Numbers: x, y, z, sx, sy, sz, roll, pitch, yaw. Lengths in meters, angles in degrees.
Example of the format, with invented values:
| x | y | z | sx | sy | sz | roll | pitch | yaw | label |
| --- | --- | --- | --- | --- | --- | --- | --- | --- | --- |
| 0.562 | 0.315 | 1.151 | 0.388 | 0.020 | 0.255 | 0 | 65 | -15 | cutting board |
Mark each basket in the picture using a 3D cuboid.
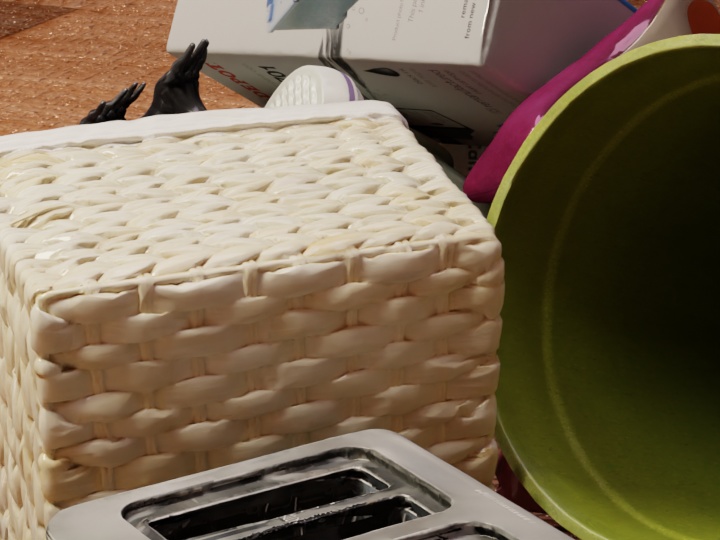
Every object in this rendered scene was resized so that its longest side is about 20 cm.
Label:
| x | y | z | sx | sy | sz | roll | pitch | yaw | label |
| --- | --- | --- | --- | --- | --- | --- | --- | --- | --- |
| -0.052 | 0.052 | 1.078 | 0.200 | 0.199 | 0.161 | -8 | 24 | -18 | basket |

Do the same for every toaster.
| x | y | z | sx | sy | sz | roll | pitch | yaw | label |
| --- | --- | --- | --- | --- | --- | --- | --- | --- | --- |
| -0.007 | 0.146 | 0.911 | 0.200 | 0.119 | 0.181 | -12 | 21 | -28 | toaster |

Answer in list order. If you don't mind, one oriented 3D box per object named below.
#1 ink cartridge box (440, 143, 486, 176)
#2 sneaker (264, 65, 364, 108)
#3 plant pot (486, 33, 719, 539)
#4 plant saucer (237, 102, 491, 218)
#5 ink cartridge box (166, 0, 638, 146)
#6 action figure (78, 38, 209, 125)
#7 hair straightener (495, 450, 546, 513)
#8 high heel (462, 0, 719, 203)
| x | y | z | sx | sy | sz | roll | pitch | yaw | label |
| --- | --- | --- | --- | --- | --- | --- | --- | --- | --- |
| 0.079 | -0.075 | 1.549 | 0.067 | 0.117 | 0.200 | 0 | 18 | 1 | ink cartridge box |
| 0.000 | 0.000 | 1.216 | 0.114 | 0.201 | 0.073 | 0 | 31 | -22 | sneaker |
| 0.182 | 0.021 | 1.079 | 0.200 | 0.201 | 0.193 | 16 | 4 | 41 | plant pot |
| -0.007 | -0.052 | 1.439 | 0.200 | 0.050 | 0.200 | 16 | -10 | 3 | plant saucer |
| 0.023 | -0.125 | 1.407 | 0.200 | 0.086 | 0.146 | 4 | -14 | 35 | ink cartridge box |
| -0.046 | -0.016 | 1.292 | 0.200 | 0.102 | 0.119 | 48 | 47 | 14 | action figure |
| 0.161 | 0.082 | 1.199 | 0.200 | 0.041 | 0.077 | 0 | 19 | 6 | hair straightener |
| 0.121 | -0.089 | 1.350 | 0.096 | 0.068 | 0.200 | -20 | 8 | 31 | high heel |
